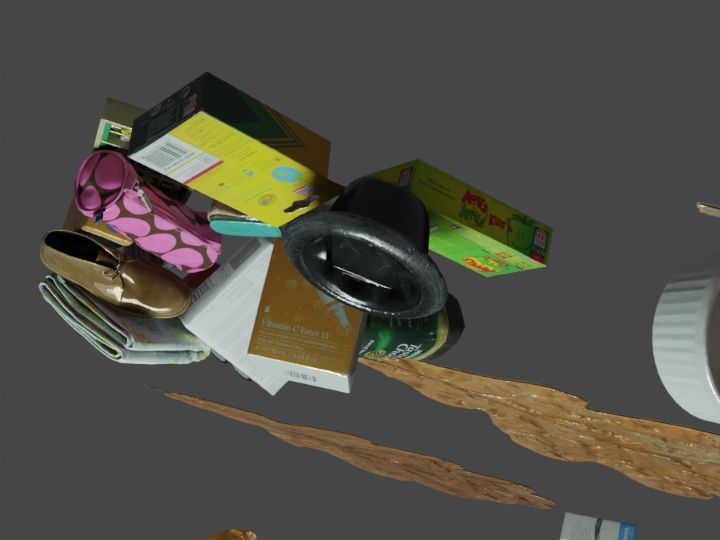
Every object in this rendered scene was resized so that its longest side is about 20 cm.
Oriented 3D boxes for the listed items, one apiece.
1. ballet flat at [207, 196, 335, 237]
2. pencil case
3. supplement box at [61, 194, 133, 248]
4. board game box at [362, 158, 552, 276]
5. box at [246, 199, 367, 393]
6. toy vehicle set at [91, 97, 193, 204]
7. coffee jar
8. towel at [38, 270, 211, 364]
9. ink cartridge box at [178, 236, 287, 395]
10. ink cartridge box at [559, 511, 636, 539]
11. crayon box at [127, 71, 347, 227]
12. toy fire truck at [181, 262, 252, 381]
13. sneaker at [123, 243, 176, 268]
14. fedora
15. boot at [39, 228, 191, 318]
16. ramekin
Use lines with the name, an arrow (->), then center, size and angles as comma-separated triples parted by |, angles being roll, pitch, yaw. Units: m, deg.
ballet flat -> -0.077, -0.068, 1.402 | 0.198, 0.068, 0.068 | 11, 157, 5
pencil case -> -0.239, -0.063, 1.418 | 0.093, 0.091, 0.200 | -6, 158, 30
supplement box -> -0.328, -0.067, 1.552 | 0.068, 0.067, 0.200 | 23, 169, -22
board game box -> 0.104, -0.054, 1.344 | 0.199, 0.048, 0.101 | 24, 160, -31
box -> -0.051, 0.030, 1.465 | 0.123, 0.201, 0.098 | 11, 163, 4
toy vehicle set -> -0.241, -0.132, 1.390 | 0.123, 0.027, 0.200 | 17, 163, -12
coffee jar -> 0.037, 0.071, 1.618 | 0.199, 0.086, 0.104 | 3, 152, -33
towel -> -0.309, 0.064, 1.599 | 0.171, 0.048, 0.200 | 37, -168, 21
ink cartridge box -> -0.128, 0.059, 1.652 | 0.200, 0.161, 0.050 | 44, -176, -44
ink cartridge box -> 0.661, 0.739, 3.395 | 0.199, 0.085, 0.146 | 10, 162, 13
crayon box -> -0.122, -0.119, 1.260 | 0.199, 0.051, 0.127 | 27, 145, -37
toy fire truck -> -0.204, 0.050, 1.742 | 0.176, 0.129, 0.201 | 33, 152, 28
sneaker -> -0.263, -0.032, 1.659 | 0.088, 0.081, 0.200 | -6, 180, -31
fedora -> 0.016, -0.031, 1.250 | 0.199, 0.092, 0.201 | 20, 157, 9
boot -> -0.302, 0.004, 1.505 | 0.199, 0.074, 0.075 | 23, 164, -8
ramekin -> 0.402, 0.071, 1.280 | 0.199, 0.202, 0.098 | 21, 168, -25
